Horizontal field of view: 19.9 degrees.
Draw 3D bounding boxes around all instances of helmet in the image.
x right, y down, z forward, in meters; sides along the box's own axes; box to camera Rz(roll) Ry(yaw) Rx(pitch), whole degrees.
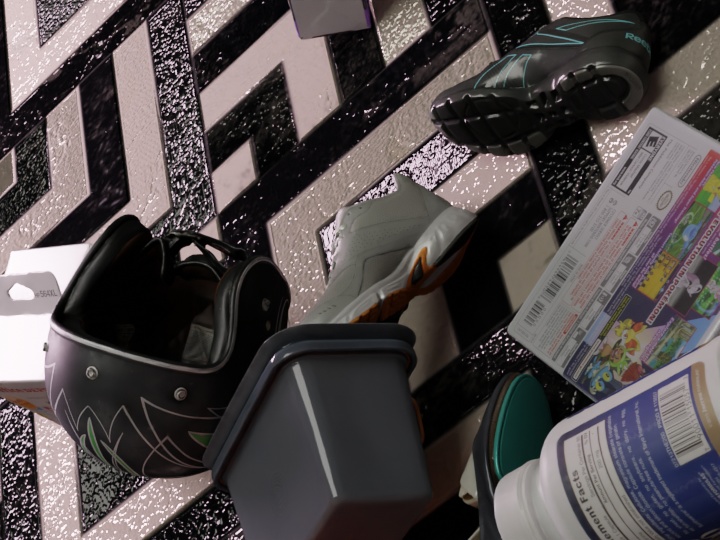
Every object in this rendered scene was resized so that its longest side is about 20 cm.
[{"bbox_3d":[-0.156,0.070,1.625,0.199,0.200,0.192,-1,55,49],"label":"helmet"}]

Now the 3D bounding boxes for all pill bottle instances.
[{"bbox_3d":[0.186,0.129,1.317,0.199,0.111,0.112,-32,45,32],"label":"pill bottle"}]

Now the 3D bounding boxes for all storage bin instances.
[{"bbox_3d":[-0.017,0.152,1.517,0.201,0.144,0.135,121,141,-47],"label":"storage bin"}]

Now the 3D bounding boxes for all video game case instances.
[{"bbox_3d":[0.209,0.000,1.450,0.201,0.023,0.182,-56,37,4],"label":"video game case"}]

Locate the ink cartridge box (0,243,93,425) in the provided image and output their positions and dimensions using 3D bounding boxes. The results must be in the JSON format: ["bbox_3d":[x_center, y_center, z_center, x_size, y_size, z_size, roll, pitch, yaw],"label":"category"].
[{"bbox_3d":[-0.230,0.066,1.771,0.128,0.199,0.126,-6,63,48],"label":"ink cartridge box"}]

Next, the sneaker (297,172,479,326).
[{"bbox_3d":[0.000,0.000,1.572,0.200,0.092,0.076,-40,-21,-37],"label":"sneaker"}]

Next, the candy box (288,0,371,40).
[{"bbox_3d":[-0.041,-0.341,1.842,0.071,0.168,0.202,-8,53,6],"label":"candy box"}]

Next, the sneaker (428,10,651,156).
[{"bbox_3d":[0.143,-0.146,1.597,0.199,0.075,0.080,-12,46,36],"label":"sneaker"}]

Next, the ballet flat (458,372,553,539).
[{"bbox_3d":[0.099,0.167,1.432,0.073,0.073,0.202,-28,49,35],"label":"ballet flat"}]
